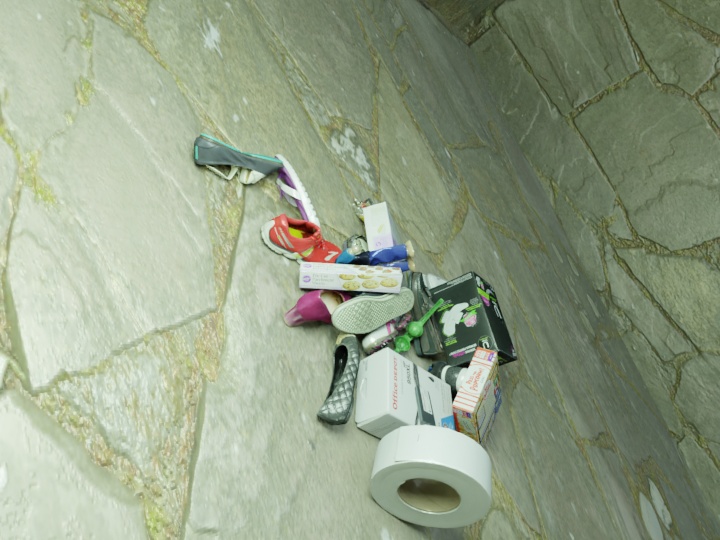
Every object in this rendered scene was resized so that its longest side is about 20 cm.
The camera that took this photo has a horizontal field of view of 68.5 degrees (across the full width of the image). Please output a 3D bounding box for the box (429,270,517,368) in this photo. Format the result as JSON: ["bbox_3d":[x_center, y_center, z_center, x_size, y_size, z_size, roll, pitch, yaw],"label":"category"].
[{"bbox_3d":[0.267,0.129,1.259,0.148,0.124,0.200,28,44,-52],"label":"box"}]

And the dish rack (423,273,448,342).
[{"bbox_3d":[0.237,0.102,1.409,0.172,0.044,0.200,22,47,-44],"label":"dish rack"}]

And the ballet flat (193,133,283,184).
[{"bbox_3d":[-0.238,-0.207,1.029,0.200,0.073,0.073,8,56,-51],"label":"ballet flat"}]

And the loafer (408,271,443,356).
[{"bbox_3d":[0.152,0.098,1.211,0.072,0.063,0.200,-27,112,-64],"label":"loafer"}]

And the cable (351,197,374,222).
[{"bbox_3d":[0.046,-0.108,1.358,0.200,0.050,0.097,55,13,-26],"label":"cable"}]

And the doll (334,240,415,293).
[{"bbox_3d":[0.009,-0.002,1.074,0.048,0.200,0.137,-106,-174,-48],"label":"doll"}]

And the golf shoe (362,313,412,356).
[{"bbox_3d":[0.039,0.114,1.117,0.092,0.073,0.200,48,24,3],"label":"golf shoe"}]

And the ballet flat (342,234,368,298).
[{"bbox_3d":[0.000,0.000,1.159,0.072,0.072,0.201,26,44,-39],"label":"ballet flat"}]

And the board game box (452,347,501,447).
[{"bbox_3d":[0.255,0.286,1.136,0.152,0.046,0.200,-56,145,-33],"label":"board game box"}]

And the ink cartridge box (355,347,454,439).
[{"bbox_3d":[0.090,0.263,1.037,0.200,0.084,0.145,35,38,-30],"label":"ink cartridge box"}]

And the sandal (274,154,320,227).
[{"bbox_3d":[-0.146,-0.161,1.114,0.050,0.082,0.203,-26,72,-15],"label":"sandal"}]

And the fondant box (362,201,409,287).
[{"bbox_3d":[0.066,-0.037,1.212,0.200,0.058,0.144,59,20,-53],"label":"fondant box"}]

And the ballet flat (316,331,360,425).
[{"bbox_3d":[-0.038,0.184,0.956,0.057,0.066,0.200,25,40,-17],"label":"ballet flat"}]

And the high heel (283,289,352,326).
[{"bbox_3d":[-0.054,0.057,1.011,0.200,0.096,0.067,-5,66,-54],"label":"high heel"}]

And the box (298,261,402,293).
[{"bbox_3d":[-0.019,0.014,1.029,0.200,0.041,0.039,4,29,-6],"label":"box"}]

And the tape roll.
[{"bbox_3d":[0.118,0.350,0.892,0.202,0.202,0.071,44,36,-20],"label":"tape roll"}]

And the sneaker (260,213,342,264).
[{"bbox_3d":[-0.101,-0.056,1.056,0.200,0.085,0.077,21,48,-43],"label":"sneaker"}]

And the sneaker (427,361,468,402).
[{"bbox_3d":[0.203,0.265,1.202,0.073,0.112,0.200,-56,146,-28],"label":"sneaker"}]

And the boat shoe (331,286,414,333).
[{"bbox_3d":[0.019,0.074,1.044,0.200,0.062,0.075,-17,111,-39],"label":"boat shoe"}]

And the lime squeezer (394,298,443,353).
[{"bbox_3d":[0.108,0.139,1.161,0.038,0.200,0.071,38,-17,21],"label":"lime squeezer"}]
